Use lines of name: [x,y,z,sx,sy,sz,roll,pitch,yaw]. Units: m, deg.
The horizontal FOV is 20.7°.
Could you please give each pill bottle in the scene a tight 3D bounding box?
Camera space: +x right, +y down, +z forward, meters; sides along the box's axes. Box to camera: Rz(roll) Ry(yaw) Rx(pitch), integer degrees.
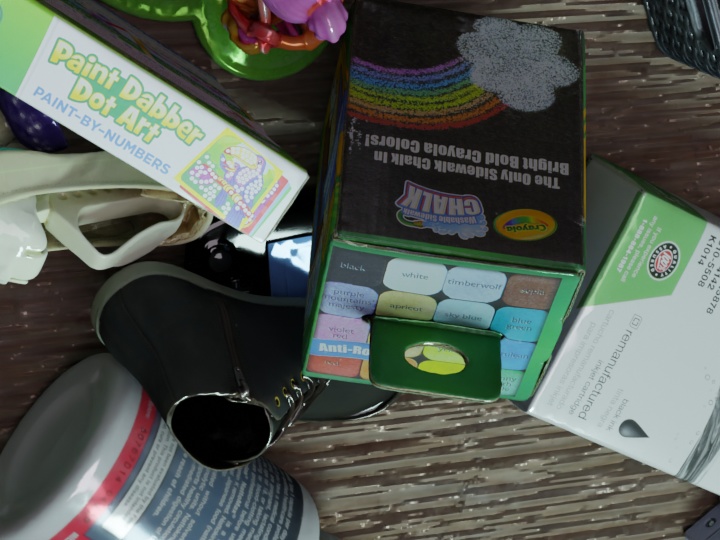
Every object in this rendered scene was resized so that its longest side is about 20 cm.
pill bottle: [-0.093,0.145,1.073,0.200,0.120,0.120,38,93,-24]

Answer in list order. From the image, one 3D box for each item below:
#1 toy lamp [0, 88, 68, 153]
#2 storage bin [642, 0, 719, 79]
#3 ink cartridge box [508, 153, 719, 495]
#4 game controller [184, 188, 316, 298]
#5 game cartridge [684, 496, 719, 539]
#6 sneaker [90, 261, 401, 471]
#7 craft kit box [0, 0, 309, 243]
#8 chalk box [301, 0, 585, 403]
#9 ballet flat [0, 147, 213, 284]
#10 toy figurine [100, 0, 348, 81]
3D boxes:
toy lamp: [-0.247,-0.036,1.000,0.200,0.058,0.058,-28,113,-8]
storage bin: [0.256,-0.200,1.095,0.200,0.094,0.135,-25,113,-10]
ink cartridge box: [0.195,0.043,1.156,0.200,0.084,0.146,23,99,-23]
game controller: [0.000,0.000,1.101,0.200,0.042,0.104,-10,110,-14]
game cartridge: [0.305,0.131,1.196,0.200,0.130,0.038,-40,114,-4]
sneaker: [-0.043,0.067,1.037,0.200,0.106,0.075,15,119,-38]
craft kit box: [-0.137,-0.104,0.937,0.200,0.198,0.049,31,94,-23]
chalk box: [0.040,-0.016,0.984,0.125,0.200,0.124,9,146,-4]
ballet flat: [-0.157,-0.027,0.985,0.200,0.069,0.070,-11,112,-41]
toy figurine: [-0.056,-0.159,0.954,0.150,0.184,0.200,-37,115,-4]
